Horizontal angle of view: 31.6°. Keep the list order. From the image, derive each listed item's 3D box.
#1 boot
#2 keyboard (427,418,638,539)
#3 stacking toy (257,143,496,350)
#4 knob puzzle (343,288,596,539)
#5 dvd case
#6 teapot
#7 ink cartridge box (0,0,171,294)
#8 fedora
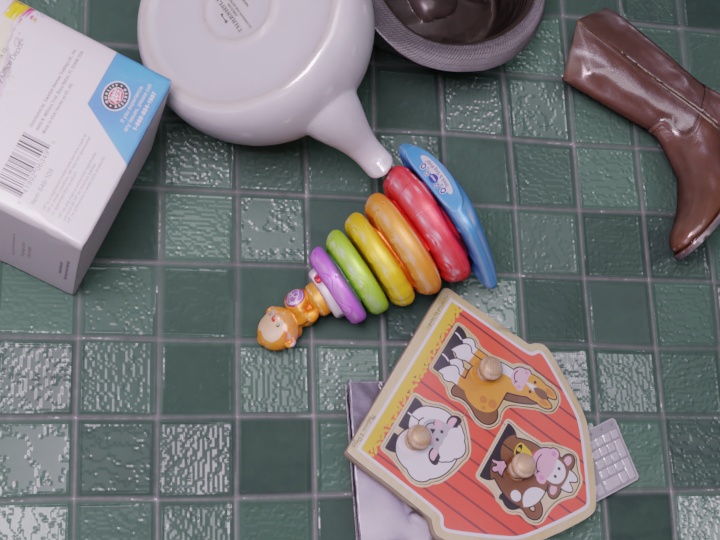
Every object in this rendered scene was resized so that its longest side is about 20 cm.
[{"bbox_3d":[0.248,-0.128,1.136,0.200,0.064,0.187,36,56,-7],"label":"boot"},{"bbox_3d":[0.144,0.182,1.035,0.200,0.011,0.056,-20,80,-28],"label":"keyboard"},{"bbox_3d":[0.000,0.000,1.023,0.200,0.110,0.116,-33,53,-3],"label":"stacking toy"},{"bbox_3d":[0.111,0.132,1.018,0.219,0.030,0.220,9,64,-19],"label":"knob puzzle"},{"bbox_3d":[0.064,0.187,1.014,0.148,0.016,0.200,2,75,-23],"label":"dvd case"},{"bbox_3d":[-0.073,-0.184,1.011,0.197,0.146,0.200,3,80,18],"label":"teapot"},{"bbox_3d":[-0.268,-0.103,0.945,0.200,0.146,0.147,27,70,-7],"label":"ink cartridge box"},{"bbox_3d":[0.061,-0.241,1.103,0.200,0.090,0.177,-23,84,-27],"label":"fedora"}]
